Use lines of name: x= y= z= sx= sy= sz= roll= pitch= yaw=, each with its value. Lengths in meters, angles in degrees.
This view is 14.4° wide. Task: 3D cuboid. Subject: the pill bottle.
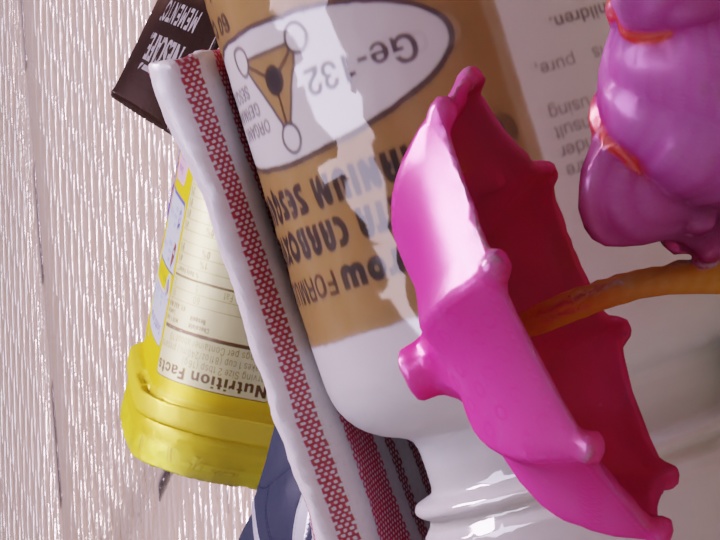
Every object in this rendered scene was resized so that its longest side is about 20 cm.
pill bottle: x=0.036 y=-0.017 z=0.695 sx=0.114 sy=0.114 sz=0.201 roll=162 pitch=91 yaw=-74

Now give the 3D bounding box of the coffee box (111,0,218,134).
coffee box: x=0.002 y=-0.124 z=0.948 sx=0.201 sy=0.079 sz=0.113 roll=-64 pitch=18 yaw=1

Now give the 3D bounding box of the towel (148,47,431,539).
towel: x=0.000 y=0.000 z=0.796 sx=0.147 sy=0.030 sz=0.200 roll=70 pitch=-160 yaw=-4

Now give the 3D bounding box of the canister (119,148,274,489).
canister: x=-0.036 y=-0.025 z=1.155 sx=0.149 sy=0.086 sz=0.201 roll=-127 pitch=48 yaw=-79

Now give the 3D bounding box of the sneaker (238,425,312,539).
sneaker: x=0.001 y=0.120 z=0.967 sx=0.200 sy=0.070 sz=0.109 roll=-113 pitch=38 yaw=-61

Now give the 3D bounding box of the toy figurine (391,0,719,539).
toy figurine: x=0.099 y=-0.016 z=0.536 sx=0.150 sy=0.183 sz=0.201 roll=-110 pitch=26 yaw=-51
